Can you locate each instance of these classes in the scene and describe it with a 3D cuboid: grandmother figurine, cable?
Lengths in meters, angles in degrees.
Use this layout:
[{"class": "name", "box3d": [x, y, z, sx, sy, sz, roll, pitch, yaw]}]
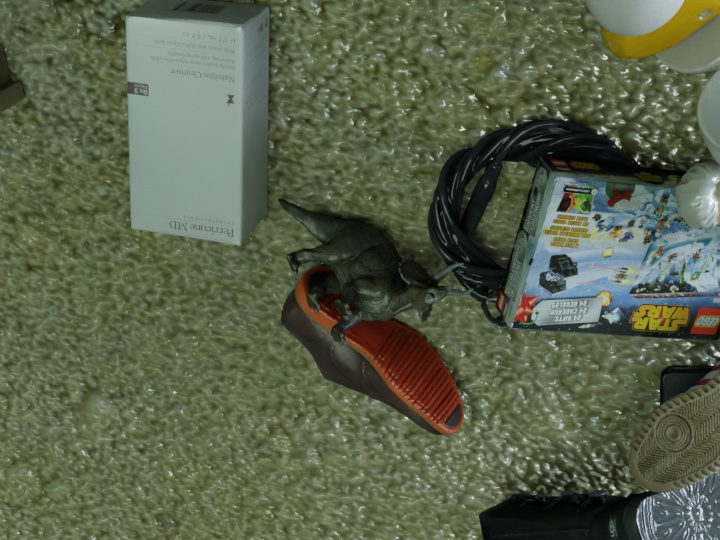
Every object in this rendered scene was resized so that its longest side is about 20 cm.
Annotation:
[{"class": "grandmother figurine", "box3d": [0.333, -0.043, 1.187, 0.198, 0.122, 0.061, 13, 147, -21]}, {"class": "cable", "box3d": [0.160, -0.051, 1.301, 0.199, 0.051, 0.164, -25, 96, 22]}]

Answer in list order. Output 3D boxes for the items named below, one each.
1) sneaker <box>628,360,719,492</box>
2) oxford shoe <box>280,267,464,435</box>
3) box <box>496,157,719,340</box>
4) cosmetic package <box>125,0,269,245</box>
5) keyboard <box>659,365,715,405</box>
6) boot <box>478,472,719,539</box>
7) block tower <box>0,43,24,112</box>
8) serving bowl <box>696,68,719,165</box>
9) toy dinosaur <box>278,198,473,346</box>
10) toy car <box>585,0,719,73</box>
[{"class": "sneaker", "box3d": [0.310, 0.104, 1.267, 0.071, 0.112, 0.200, 46, 107, 12]}, {"class": "oxford shoe", "box3d": [0.011, 0.085, 1.400, 0.200, 0.071, 0.073, 44, 132, 4]}, {"class": "box", "box3d": [0.222, -0.015, 1.235, 0.198, 0.040, 0.138, 4, 117, -21]}, {"class": "cosmetic package", "box3d": [-0.142, -0.133, 1.338, 0.112, 0.081, 0.202, 7, 114, 13]}, {"class": "keyboard", "box3d": [0.364, 0.134, 1.328, 0.198, 0.040, 0.105, 0, 90, 19]}, {"class": "boot", "box3d": [0.228, 0.224, 1.356, 0.199, 0.164, 0.066, -19, 71, 51]}, {"class": "block tower", "box3d": [-0.420, -0.172, 1.426, 0.198, 0.054, 0.058, -2, 113, 18]}, {"class": "serving bowl", "box3d": [0.355, -0.111, 1.129, 0.198, 0.201, 0.066, -8, 127, 21]}, {"class": "toy dinosaur", "box3d": [0.000, 0.000, 1.350, 0.200, 0.102, 0.077, 41, 151, 37]}, {"class": "toy car", "box3d": [0.255, -0.252, 1.131, 0.199, 0.174, 0.151, -30, 65, 27]}]
